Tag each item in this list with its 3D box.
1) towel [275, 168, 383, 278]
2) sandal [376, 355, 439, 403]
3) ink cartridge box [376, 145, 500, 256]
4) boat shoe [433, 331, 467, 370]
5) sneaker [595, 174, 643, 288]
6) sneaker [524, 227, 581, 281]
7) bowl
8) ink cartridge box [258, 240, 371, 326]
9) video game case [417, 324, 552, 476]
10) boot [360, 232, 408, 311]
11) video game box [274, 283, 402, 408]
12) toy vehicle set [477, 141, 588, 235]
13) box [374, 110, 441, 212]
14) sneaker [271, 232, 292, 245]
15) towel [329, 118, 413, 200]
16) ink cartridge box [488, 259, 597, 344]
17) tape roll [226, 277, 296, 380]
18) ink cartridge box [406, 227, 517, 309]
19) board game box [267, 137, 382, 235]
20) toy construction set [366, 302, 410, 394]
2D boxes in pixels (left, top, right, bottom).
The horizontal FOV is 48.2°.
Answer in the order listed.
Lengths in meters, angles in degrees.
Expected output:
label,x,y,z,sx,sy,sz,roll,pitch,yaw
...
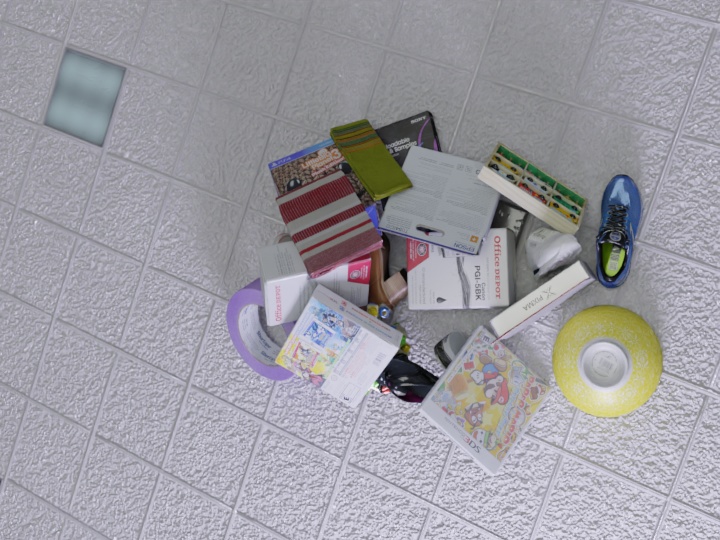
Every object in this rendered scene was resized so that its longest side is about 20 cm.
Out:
label,x,y,z,sx,sy,sz,roll,pitch,yaw
towel,-0.059,-0.086,1.440,0.142,0.023,0.202,-24,53,-6
sandal,0.106,0.219,1.505,0.197,0.048,0.077,23,122,7
ink cartridge box,0.152,-0.123,1.491,0.196,0.041,0.203,17,63,16
boat shoe,0.216,0.210,1.528,0.201,0.070,0.064,54,137,5
sneaker,0.460,-0.070,1.432,0.077,0.089,0.205,5,90,18
sneaker,0.329,-0.039,1.423,0.075,0.200,0.082,-20,81,-7
bowl,0.433,0.164,1.424,0.195,0.107,0.205,-1,88,19
ink cartridge box,-0.086,0.012,1.479,0.195,0.147,0.085,-11,55,-12
video game case,0.229,0.234,1.468,0.181,0.023,0.201,41,70,0
boot,0.000,0.000,1.611,0.154,0.077,0.202,-34,85,19
video game box,-0.043,0.143,1.480,0.180,0.047,0.201,29,131,-5
toy vehicle set,0.312,-0.147,1.448,0.198,0.125,0.027,33,126,3
box,0.097,-0.197,1.594,0.140,0.036,0.205,-17,82,18
sneaker,-0.112,0.011,1.622,0.080,0.088,0.203,-25,84,-28
towel,0.018,-0.215,1.528,0.085,0.018,0.202,-21,54,-15
ink cartridge box,0.317,0.054,1.427,0.199,0.176,0.045,-37,76,17
tape roll,-0.177,0.117,1.618,0.197,0.065,0.204,19,123,31
ink cartridge box,0.191,-0.002,1.528,0.195,0.083,0.151,-3,86,20
board game box,-0.069,-0.137,1.553,0.157,0.098,0.202,-23,54,-6
toy construction set,0.022,0.165,1.572,0.129,0.093,0.201,28,118,-14
